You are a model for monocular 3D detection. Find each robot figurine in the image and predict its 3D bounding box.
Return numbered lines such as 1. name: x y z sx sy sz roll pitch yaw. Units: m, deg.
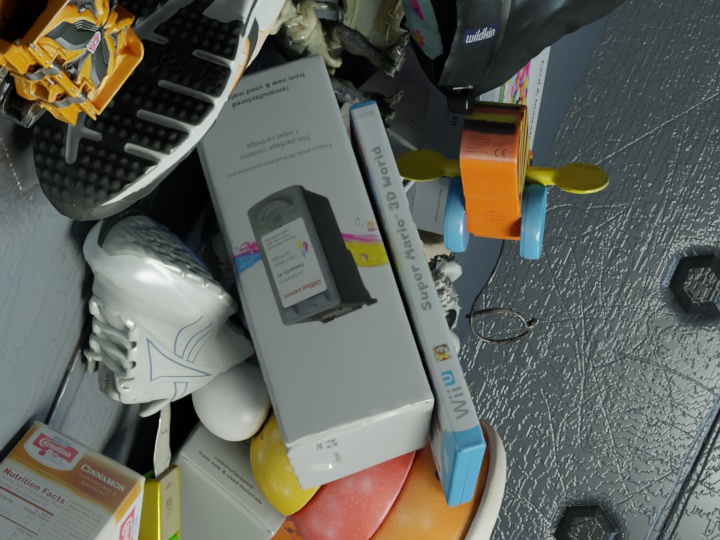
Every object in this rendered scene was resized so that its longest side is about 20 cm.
1. robot figurine: -0.089 -0.142 0.476 0.202 0.058 0.145 -65 169 -7

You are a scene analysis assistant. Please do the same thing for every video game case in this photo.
1. video game case: 0.030 0.023 0.770 0.143 0.018 0.203 87 -14 -69

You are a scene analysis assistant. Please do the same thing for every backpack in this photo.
1. backpack: 0.066 -0.212 0.751 0.166 0.127 0.201 -39 141 -5

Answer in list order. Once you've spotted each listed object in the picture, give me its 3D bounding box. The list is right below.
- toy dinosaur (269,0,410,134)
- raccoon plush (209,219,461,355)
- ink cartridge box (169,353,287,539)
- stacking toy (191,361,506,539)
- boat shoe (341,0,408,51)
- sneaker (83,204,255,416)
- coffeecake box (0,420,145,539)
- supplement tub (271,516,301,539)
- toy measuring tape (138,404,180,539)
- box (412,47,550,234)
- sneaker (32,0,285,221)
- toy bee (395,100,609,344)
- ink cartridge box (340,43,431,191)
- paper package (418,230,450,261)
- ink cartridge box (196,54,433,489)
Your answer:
1. toy dinosaur: -0.016 -0.124 0.801 0.200 0.087 0.048 57 56 -78
2. raccoon plush: 0.000 0.000 0.923 0.201 0.096 0.135 56 35 -25
3. ink cartridge box: -0.079 0.128 0.981 0.146 0.087 0.200 -50 -179 43
4. stacking toy: -0.020 0.121 0.849 0.147 0.198 0.147 -52 -164 22
5. boat shoe: 0.027 -0.187 0.927 0.200 0.066 0.075 55 60 -80
6. sneaker: -0.112 0.032 0.734 0.087 0.074 0.200 -44 159 -11
7. coffeecake box: -0.196 0.205 0.692 0.201 0.072 0.155 -55 165 -45
8. supplement tub: -0.056 0.217 1.290 0.124 0.121 0.200 -69 169 23
9. toy measuring tape: -0.151 0.135 0.852 0.074 0.072 0.204 -26 118 -74
10. box: 0.096 -0.122 1.015 0.200 0.041 0.158 -33 134 -67
11. sneaker: -0.076 -0.098 0.607 0.201 0.073 0.080 -60 171 -25
12. toy bee: 0.085 -0.055 0.882 0.201 0.129 0.110 117 -13 -56
13. ink cartridge box: 0.012 -0.090 1.019 0.116 0.067 0.200 -57 177 36
14. paper package: -0.007 0.042 1.190 0.202 0.102 0.190 -68 169 9
15. ink cartridge box: -0.027 0.005 0.756 0.084 0.203 0.148 -18 164 -4
